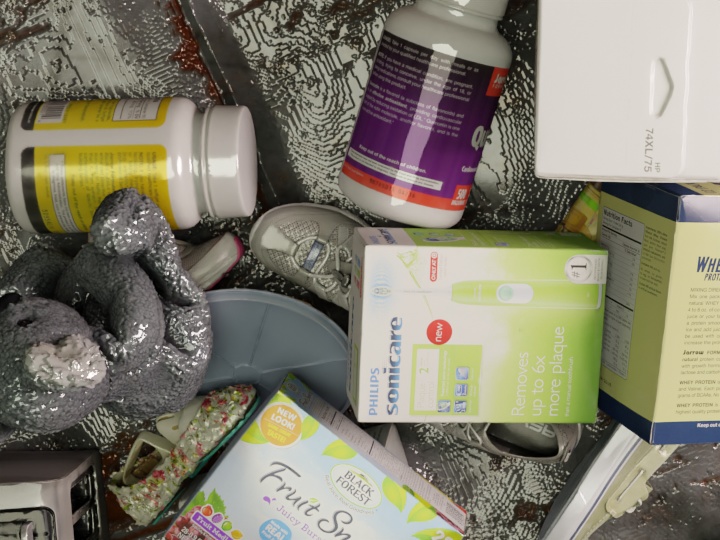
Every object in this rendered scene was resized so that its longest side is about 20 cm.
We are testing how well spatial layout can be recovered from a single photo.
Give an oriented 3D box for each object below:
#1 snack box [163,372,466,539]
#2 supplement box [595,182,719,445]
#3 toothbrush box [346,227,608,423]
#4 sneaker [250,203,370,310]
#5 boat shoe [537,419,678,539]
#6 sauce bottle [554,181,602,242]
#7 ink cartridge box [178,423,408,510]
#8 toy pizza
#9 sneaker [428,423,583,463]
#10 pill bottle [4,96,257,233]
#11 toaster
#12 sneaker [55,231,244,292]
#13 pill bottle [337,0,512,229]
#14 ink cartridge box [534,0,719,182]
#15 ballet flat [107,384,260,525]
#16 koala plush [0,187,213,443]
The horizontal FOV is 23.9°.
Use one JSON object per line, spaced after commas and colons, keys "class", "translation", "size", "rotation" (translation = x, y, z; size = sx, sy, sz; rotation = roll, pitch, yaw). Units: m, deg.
{"class": "snack box", "translation": [-0.037, 0.215, 1.450], "size": [0.200, 0.068, 0.169], "rotation": [39, 102, -4]}
{"class": "supplement box", "translation": [0.303, 0.024, 1.393], "size": [0.199, 0.134, 0.201], "rotation": [-1, 103, -19]}
{"class": "toothbrush box", "translation": [0.093, 0.044, 1.392], "size": [0.199, 0.086, 0.147], "rotation": [2, 101, -6]}
{"class": "sneaker", "translation": [0.000, 0.000, 1.467], "size": [0.199, 0.082, 0.075], "rotation": [21, 102, -3]}
{"class": "boat shoe", "translation": [0.228, 0.181, 1.500], "size": [0.062, 0.072, 0.200], "rotation": [34, 101, 0]}
{"class": "sauce bottle", "translation": [0.179, 0.006, 1.470], "size": [0.065, 0.065, 0.200], "rotation": [33, 102, -2]}
{"class": "ink cartridge box", "translation": [-0.047, 0.238, 1.534], "size": [0.199, 0.085, 0.145], "rotation": [-16, 100, 10]}
{"class": "toy pizza", "translation": [-0.099, 0.081, 1.499], "size": [0.199, 0.032, 0.201], "rotation": [2, 135, 2]}
{"class": "sneaker", "translation": [0.101, 0.115, 1.492], "size": [0.199, 0.082, 0.075], "rotation": [16, 103, 2]}
{"class": "pill bottle", "translation": [-0.194, -0.091, 1.463], "size": [0.199, 0.114, 0.115], "rotation": [-1, 102, 6]}
{"class": "toaster", "translation": [-0.298, 0.260, 1.520], "size": [0.118, 0.200, 0.182], "rotation": [-3, 94, 4]}
{"class": "sneaker", "translation": [-0.201, -0.002, 1.500], "size": [0.199, 0.081, 0.089], "rotation": [-19, 101, 9]}
{"class": "pill bottle", "translation": [0.059, -0.143, 1.426], "size": [0.112, 0.112, 0.201], "rotation": [18, 104, 2]}
{"class": "ink cartridge box", "translation": [0.212, -0.158, 1.361], "size": [0.145, 0.200, 0.148], "rotation": [2, 102, 6]}
{"class": "ballet flat", "translation": [-0.164, 0.157, 1.509], "size": [0.064, 0.076, 0.200], "rotation": [37, 124, -7]}
{"class": "koala plush", "translation": [-0.230, 0.066, 1.365], "size": [0.177, 0.200, 0.184], "rotation": [-30, 96, 34]}
